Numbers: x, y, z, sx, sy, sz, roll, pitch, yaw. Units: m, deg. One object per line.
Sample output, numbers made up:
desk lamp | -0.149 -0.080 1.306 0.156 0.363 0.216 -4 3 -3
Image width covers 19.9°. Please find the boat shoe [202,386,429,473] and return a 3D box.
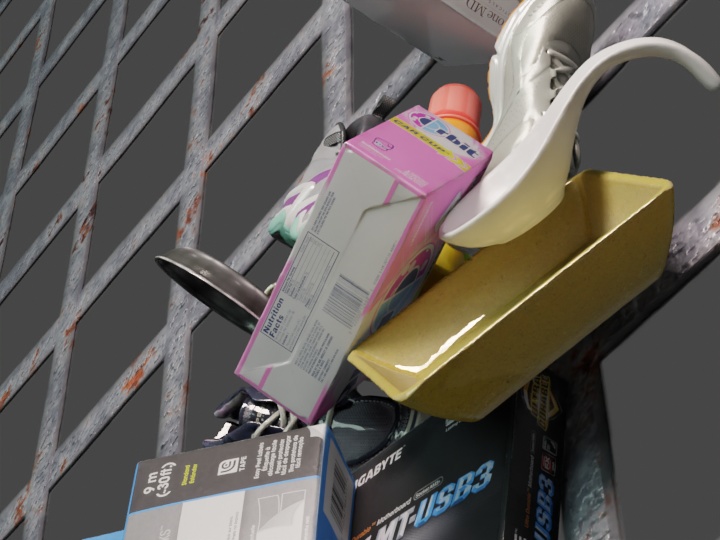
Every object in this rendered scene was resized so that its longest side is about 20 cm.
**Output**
boat shoe | -0.035 0.116 1.433 0.200 0.093 0.075 -27 39 53

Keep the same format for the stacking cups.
stacking cups | 0.058 -0.053 1.500 0.060 0.060 0.200 -41 25 39

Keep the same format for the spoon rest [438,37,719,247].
spoon rest | 0.128 -0.083 1.287 0.200 0.061 0.099 -36 9 6

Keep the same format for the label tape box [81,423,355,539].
label tape box | -0.109 0.185 1.297 0.199 0.063 0.145 -13 38 14

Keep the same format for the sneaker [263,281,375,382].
sneaker | -0.036 0.026 1.551 0.077 0.088 0.200 -64 22 -8

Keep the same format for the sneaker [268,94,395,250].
sneaker | -0.002 -0.073 1.614 0.140 0.078 0.200 -62 23 -3

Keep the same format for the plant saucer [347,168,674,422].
plant saucer | 0.095 0.021 1.235 0.200 0.049 0.200 -37 9 -4

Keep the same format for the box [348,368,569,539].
box | 0.044 0.178 1.254 0.200 0.050 0.199 -38 32 42

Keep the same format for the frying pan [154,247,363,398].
frying pan | -0.069 0.034 1.466 0.190 0.115 0.031 28 78 29

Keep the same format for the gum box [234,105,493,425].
gum box | 0.000 0.000 1.362 0.113 0.066 0.200 -33 -26 -60

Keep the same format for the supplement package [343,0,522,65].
supplement package | 0.083 -0.282 1.588 0.201 0.151 0.151 -63 23 -8

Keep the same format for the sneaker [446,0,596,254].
sneaker | 0.127 -0.100 1.398 0.092 0.076 0.201 15 84 59
